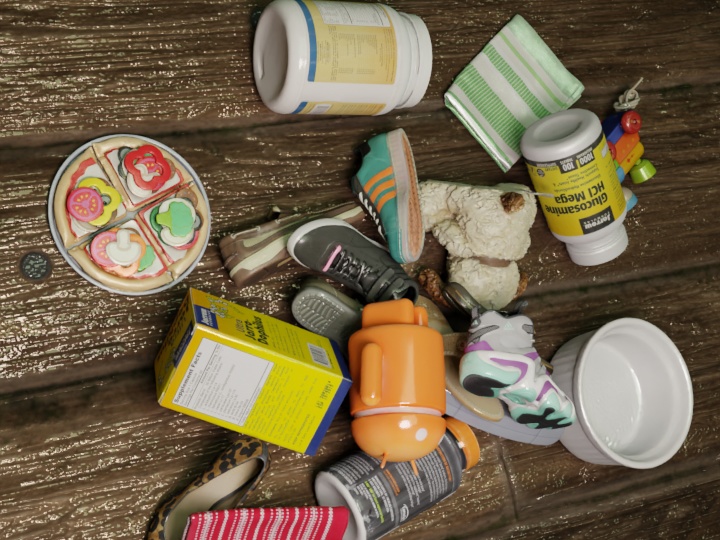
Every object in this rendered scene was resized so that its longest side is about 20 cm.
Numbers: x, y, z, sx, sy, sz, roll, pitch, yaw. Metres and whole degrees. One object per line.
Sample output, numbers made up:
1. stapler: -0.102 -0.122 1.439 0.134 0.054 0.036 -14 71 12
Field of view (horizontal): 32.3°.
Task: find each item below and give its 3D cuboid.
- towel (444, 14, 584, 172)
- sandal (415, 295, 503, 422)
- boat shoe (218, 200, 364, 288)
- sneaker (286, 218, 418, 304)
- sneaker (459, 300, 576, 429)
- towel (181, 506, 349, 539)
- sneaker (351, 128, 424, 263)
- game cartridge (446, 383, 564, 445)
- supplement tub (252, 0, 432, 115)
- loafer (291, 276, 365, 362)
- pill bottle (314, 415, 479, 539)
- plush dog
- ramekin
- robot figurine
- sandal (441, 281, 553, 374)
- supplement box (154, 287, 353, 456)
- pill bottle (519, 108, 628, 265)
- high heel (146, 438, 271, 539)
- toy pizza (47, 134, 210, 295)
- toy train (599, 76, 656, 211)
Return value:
1. towel: 0.220 -0.255 1.779 0.153 0.023 0.200 47 63 -8
2. sandal: 0.127 0.090 1.562 0.078 0.070 0.212 6 37 -41
3. boat shoe: -0.087 -0.053 1.557 0.202 0.075 0.075 -26 76 -33
4. sneaker: 0.000 0.000 1.531 0.200 0.099 0.071 21 110 -47
5. sneaker: 0.202 0.105 1.526 0.200 0.078 0.140 35 50 -39
6. towel: -0.116 0.331 1.421 0.200 0.022 0.145 4 118 -29
7. sneaker: 0.032 -0.089 1.603 0.071 0.080 0.200 52 27 -51
8. game cartridge: 0.165 0.157 1.605 0.200 0.041 0.133 21 25 -20
9. supplement tub: -0.024 -0.272 1.598 0.200 0.145 0.145 -2 79 -26
10. loafer: -0.002 0.070 1.562 0.200 0.075 0.070 42 25 -27
11. pill bottle: 0.052 0.251 1.530 0.200 0.106 0.106 -25 89 -28
12. plush dog: 0.167 -0.025 1.644 0.200 0.160 0.172 0 101 -26
13. ramekin: 0.345 0.170 1.689 0.200 0.098 0.201 7 76 -28
14. robot figurine: 0.044 0.137 1.462 0.116 0.144 0.200 3 72 -11
15. sandal: 0.186 0.070 1.606 0.200 0.082 0.055 41 80 -19
16. supplement box: -0.127 0.118 1.453 0.200 0.110 0.109 22 106 -20
17. pill bottle: 0.300 -0.111 1.705 0.112 0.112 0.200 -41 122 -27
18. high heel: -0.175 0.275 1.394 0.071 0.143 0.200 38 65 -13
19. toy pizza: -0.273 -0.070 1.493 0.200 0.032 0.201 6 75 -24
20. toy train: 0.394 -0.180 1.817 0.200 0.085 0.116 -47 110 -27
